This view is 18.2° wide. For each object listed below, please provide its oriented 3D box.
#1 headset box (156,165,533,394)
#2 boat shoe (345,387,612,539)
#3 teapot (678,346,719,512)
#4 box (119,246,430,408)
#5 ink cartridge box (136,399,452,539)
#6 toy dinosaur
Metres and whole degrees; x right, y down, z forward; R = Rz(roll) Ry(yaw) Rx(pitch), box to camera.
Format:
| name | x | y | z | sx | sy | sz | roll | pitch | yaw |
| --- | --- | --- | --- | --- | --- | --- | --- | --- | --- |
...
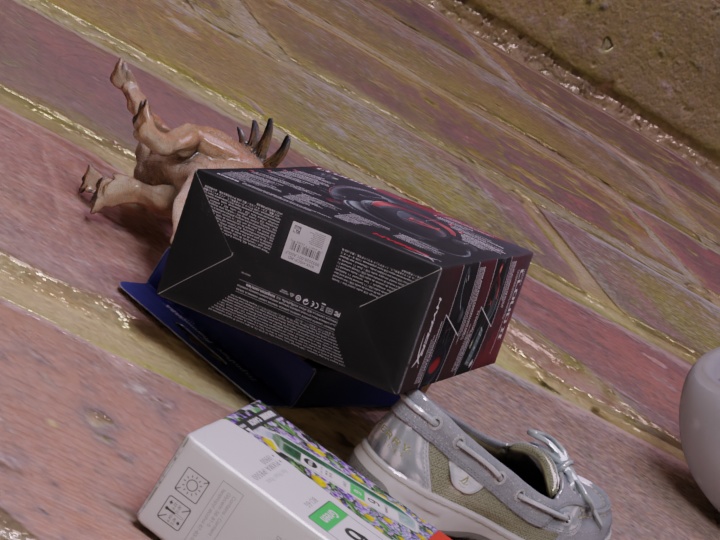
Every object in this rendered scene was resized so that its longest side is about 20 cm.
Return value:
| name | x | y | z | sx | sy | sz | roll | pitch | yaw |
| --- | --- | --- | --- | --- | --- | --- | --- | --- | --- |
| headset box | 0.000 | 0.000 | 1.251 | 0.148 | 0.075 | 0.200 | 22 | 10 | 17 |
| boat shoe | 0.079 | 0.114 | 1.251 | 0.202 | 0.065 | 0.074 | 21 | 17 | -41 |
| teapot | 0.318 | 0.140 | 1.590 | 0.197 | 0.147 | 0.200 | 8 | 18 | 29 |
| box | -0.045 | 0.035 | 1.322 | 0.121 | 0.032 | 0.200 | 39 | 15 | 22 |
| ink cartridge box | 0.006 | 0.141 | 1.009 | 0.200 | 0.050 | 0.109 | 35 | 13 | 9 |
| toy dinosaur | -0.093 | -0.058 | 1.379 | 0.135 | 0.086 | 0.200 | 21 | 8 | -20 |
